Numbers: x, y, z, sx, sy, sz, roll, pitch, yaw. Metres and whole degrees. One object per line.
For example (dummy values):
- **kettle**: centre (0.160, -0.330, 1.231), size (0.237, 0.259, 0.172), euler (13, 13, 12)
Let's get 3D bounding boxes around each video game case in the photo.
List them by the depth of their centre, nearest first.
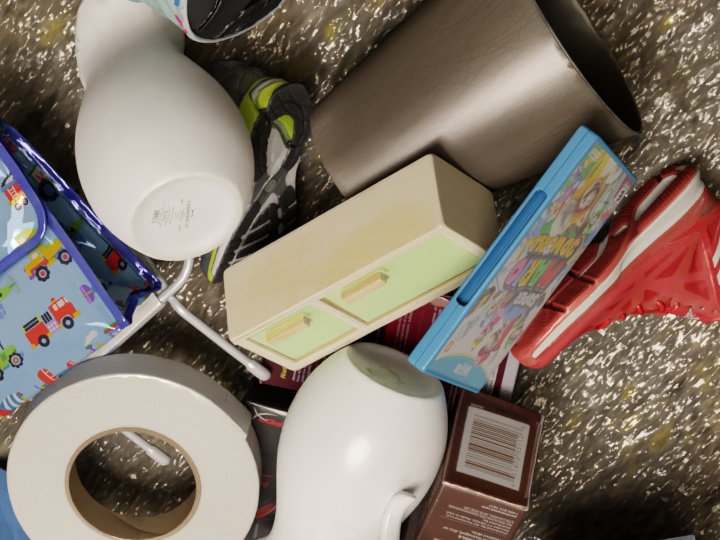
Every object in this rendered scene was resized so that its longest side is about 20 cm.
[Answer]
- **video game case**: centre (0.119, -0.003, 1.284), size (0.018, 0.143, 0.200), euler (38, 94, 21)

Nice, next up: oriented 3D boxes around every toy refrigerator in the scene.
- **toy refrigerator**: centre (0.000, 0.000, 1.310), size (0.200, 0.070, 0.076), euler (-28, 143, 29)

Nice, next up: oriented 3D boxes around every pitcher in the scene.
- **pitcher**: centre (-0.151, -0.086, 1.310), size (0.121, 0.200, 0.172), euler (-8, 136, -17)
- **pitcher**: centre (0.001, 0.172, 1.352), size (0.121, 0.172, 0.200), euler (7, 115, -39)

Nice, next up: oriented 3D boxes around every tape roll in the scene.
- **tape roll**: centre (-0.177, 0.161, 1.423), size (0.203, 0.037, 0.203), euler (1, 116, 2)

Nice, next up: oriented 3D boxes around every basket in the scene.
- **basket**: centre (0.075, -0.124, 1.322), size (0.200, 0.136, 0.180), euler (-33, 94, 21)

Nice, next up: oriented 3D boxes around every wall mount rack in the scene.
- **wall mount rack**: centre (-0.176, 0.053, 1.426), size (0.200, 0.075, 0.174), euler (-41, 75, 19)

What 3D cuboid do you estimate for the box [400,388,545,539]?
- **box**: centre (0.079, 0.199, 1.432), size (0.075, 0.100, 0.200), euler (19, 136, -3)

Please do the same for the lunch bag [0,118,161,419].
- **lunch bag**: centre (-0.275, -0.011, 1.343), size (0.151, 0.094, 0.200), euler (-35, 99, 19)

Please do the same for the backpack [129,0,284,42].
- **backpack**: centre (-0.095, -0.261, 1.223), size (0.151, 0.178, 0.200), euler (27, 119, 19)

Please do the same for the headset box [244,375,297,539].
- **headset box**: centre (-0.041, 0.196, 1.493), size (0.149, 0.075, 0.200), euler (16, 113, -1)

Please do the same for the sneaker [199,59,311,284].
- **sneaker**: centre (-0.093, -0.077, 1.396), size (0.081, 0.074, 0.200), euler (42, 132, 32)

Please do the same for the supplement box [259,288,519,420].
- **supplement box**: centre (0.028, 0.051, 1.434), size (0.200, 0.061, 0.109), euler (12, 113, 0)

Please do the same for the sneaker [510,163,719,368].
- **sneaker**: centre (0.215, 0.025, 1.371), size (0.200, 0.078, 0.116), euler (-44, 107, -1)

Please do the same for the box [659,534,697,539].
- **box**: centre (0.198, 0.254, 1.432), size (0.158, 0.200, 0.051), euler (-11, 75, 10)

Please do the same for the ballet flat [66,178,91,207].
- **ballet flat**: centre (-0.286, -0.003, 1.454), size (0.200, 0.046, 0.067), euler (-36, 104, 18)

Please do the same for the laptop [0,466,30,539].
- **laptop**: centre (-0.338, 0.266, 1.528), size (0.200, 0.116, 0.187), euler (-5, 112, -12)
